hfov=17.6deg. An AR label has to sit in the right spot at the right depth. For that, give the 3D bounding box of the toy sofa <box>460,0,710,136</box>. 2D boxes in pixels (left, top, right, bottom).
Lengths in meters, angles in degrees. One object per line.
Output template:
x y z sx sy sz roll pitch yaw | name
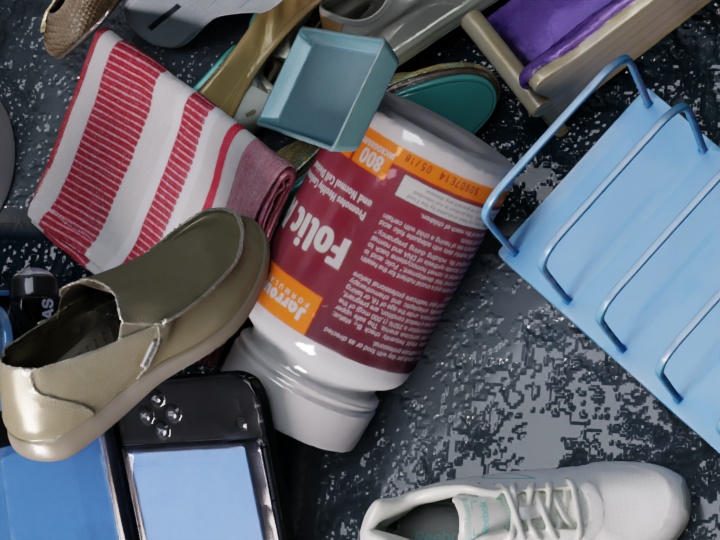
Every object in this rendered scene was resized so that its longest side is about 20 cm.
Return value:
0.164 -0.182 1.432 0.200 0.098 0.083 -38 68 5 | toy sofa

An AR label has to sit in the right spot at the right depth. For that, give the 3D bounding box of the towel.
-0.132 -0.049 1.478 0.200 0.023 0.145 38 112 36 | towel

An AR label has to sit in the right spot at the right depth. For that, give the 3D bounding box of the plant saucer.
-0.020 -0.108 1.394 0.019 0.200 0.070 25 91 -18 | plant saucer

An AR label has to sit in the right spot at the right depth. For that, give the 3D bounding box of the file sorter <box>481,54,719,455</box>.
0.187 -0.009 1.359 0.200 0.123 0.139 43 90 20 | file sorter

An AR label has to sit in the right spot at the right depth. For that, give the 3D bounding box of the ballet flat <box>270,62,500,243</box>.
-0.006 -0.078 1.479 0.200 0.071 0.071 -36 68 3 | ballet flat

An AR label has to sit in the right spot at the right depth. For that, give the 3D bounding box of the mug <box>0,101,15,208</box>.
-0.351 -0.085 1.524 0.199 0.175 0.148 -19 70 12 | mug

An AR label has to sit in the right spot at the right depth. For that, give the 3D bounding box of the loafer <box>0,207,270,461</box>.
-0.131 0.026 1.348 0.075 0.068 0.200 21 56 40 | loafer

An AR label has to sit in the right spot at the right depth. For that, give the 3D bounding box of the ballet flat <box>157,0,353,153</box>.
-0.058 -0.135 1.508 0.063 0.069 0.200 35 89 6 | ballet flat

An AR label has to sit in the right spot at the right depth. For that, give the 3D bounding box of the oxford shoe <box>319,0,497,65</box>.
0.056 -0.195 1.474 0.200 0.058 0.075 -36 27 -1 | oxford shoe

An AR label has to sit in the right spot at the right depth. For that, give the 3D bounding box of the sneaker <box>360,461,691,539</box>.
0.095 0.151 1.373 0.199 0.080 0.071 -11 71 13 | sneaker

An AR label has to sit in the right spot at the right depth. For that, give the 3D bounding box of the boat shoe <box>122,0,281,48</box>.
-0.091 -0.202 1.483 0.200 0.073 0.067 -13 46 56 | boat shoe

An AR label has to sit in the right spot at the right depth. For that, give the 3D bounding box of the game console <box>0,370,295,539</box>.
-0.138 0.173 1.378 0.175 0.116 0.201 -5 100 31 | game console

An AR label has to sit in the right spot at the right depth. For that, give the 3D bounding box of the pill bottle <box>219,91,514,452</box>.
0.000 0.000 1.408 0.114 0.114 0.201 32 102 22 | pill bottle

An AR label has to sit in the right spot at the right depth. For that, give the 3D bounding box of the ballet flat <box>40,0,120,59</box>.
-0.169 -0.192 1.499 0.046 0.200 0.067 39 64 -9 | ballet flat

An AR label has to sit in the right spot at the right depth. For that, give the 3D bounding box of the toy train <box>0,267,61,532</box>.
-0.214 0.101 1.468 0.114 0.086 0.201 -13 78 58 | toy train
